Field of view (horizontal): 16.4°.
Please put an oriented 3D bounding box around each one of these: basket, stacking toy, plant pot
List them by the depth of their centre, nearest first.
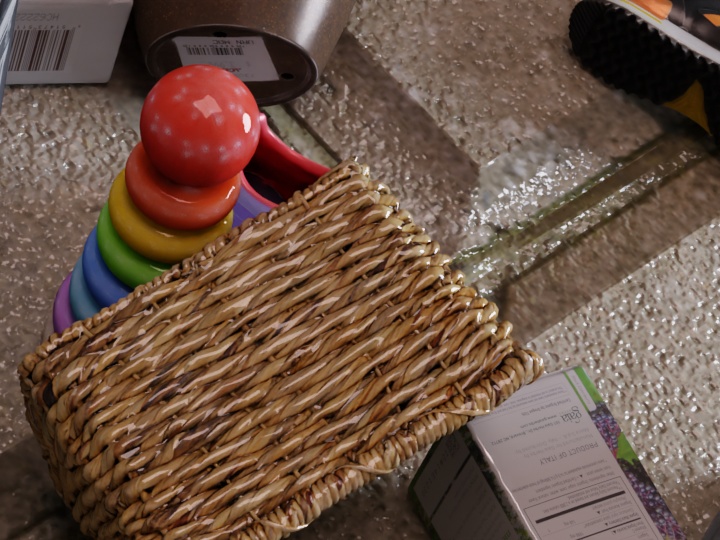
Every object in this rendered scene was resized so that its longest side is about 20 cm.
[{"bbox_3d":[-0.033,0.077,1.136,0.199,0.143,0.149,-32,59,-17],"label":"basket"},{"bbox_3d":[-0.092,-0.017,1.160,0.085,0.201,0.086,9,50,-11],"label":"stacking toy"},{"bbox_3d":[-0.062,-0.198,1.343,0.185,0.187,0.202,10,66,-13],"label":"plant pot"}]

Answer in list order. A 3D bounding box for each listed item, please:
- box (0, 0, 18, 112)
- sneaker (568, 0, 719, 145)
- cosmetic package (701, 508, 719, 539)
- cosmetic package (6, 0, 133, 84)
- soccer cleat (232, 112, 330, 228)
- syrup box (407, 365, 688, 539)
[{"bbox_3d":[-0.207,-0.037,1.135,0.049,0.201,0.158,18,49,-1],"label":"box"},{"bbox_3d":[0.222,-0.119,1.443,0.199,0.070,0.090,33,53,8],"label":"sneaker"},{"bbox_3d":[0.239,0.094,1.204,0.090,0.200,0.107,35,48,6],"label":"cosmetic package"},{"bbox_3d":[-0.194,-0.198,1.347,0.101,0.071,0.201,-3,55,-22],"label":"cosmetic package"},{"bbox_3d":[0.000,0.000,1.265,0.200,0.077,0.067,38,50,10],"label":"soccer cleat"},{"bbox_3d":[0.109,0.154,1.187,0.081,0.079,0.201,-15,61,-30],"label":"syrup box"}]
